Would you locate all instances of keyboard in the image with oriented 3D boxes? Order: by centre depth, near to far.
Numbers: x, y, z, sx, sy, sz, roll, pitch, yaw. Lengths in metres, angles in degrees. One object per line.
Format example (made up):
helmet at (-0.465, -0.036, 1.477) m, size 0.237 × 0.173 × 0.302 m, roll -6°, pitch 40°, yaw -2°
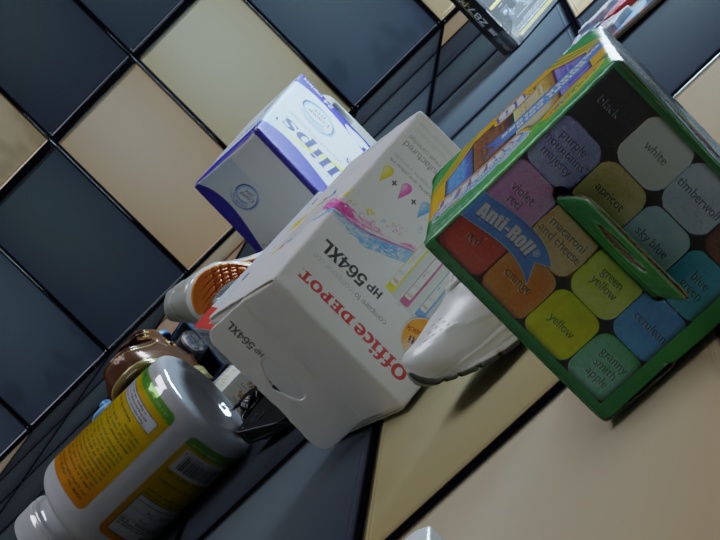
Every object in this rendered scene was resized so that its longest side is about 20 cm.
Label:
keyboard at (-0.042, 0.078, 1.565) m, size 0.127 × 0.021 × 0.200 m, roll -18°, pitch 25°, yaw 49°

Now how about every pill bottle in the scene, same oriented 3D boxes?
pill bottle at (-0.202, 0.178, 1.574) m, size 0.200 × 0.111 × 0.111 m, roll -44°, pitch 7°, yaw 10°

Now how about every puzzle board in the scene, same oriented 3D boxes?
puzzle board at (0.266, -0.263, 1.776) m, size 0.200 × 0.017 × 0.151 m, roll -41°, pitch 8°, yaw 32°

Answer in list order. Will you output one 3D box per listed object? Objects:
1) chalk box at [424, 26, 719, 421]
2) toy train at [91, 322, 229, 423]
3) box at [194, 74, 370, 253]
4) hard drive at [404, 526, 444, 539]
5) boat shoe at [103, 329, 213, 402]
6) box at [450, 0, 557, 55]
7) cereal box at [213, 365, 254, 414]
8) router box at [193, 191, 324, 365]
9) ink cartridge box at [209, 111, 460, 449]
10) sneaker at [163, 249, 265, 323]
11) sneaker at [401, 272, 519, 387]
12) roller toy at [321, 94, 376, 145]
chalk box at (0.115, -0.023, 0.863) m, size 0.124 × 0.125 × 0.200 m, roll -43°, pitch 6°, yaw 13°
toy train at (-0.193, 0.125, 1.866) m, size 0.114 × 0.087 × 0.200 m, roll -20°, pitch -27°, yaw -49°
box at (-0.059, -0.091, 1.985) m, size 0.105 × 0.184 × 0.200 m, roll -40°, pitch 9°, yaw 25°
hard drive at (-0.013, 0.193, 0.771) m, size 0.132 × 0.027 × 0.200 m, roll -44°, pitch 7°, yaw 11°
boat shoe at (-0.198, 0.092, 1.672) m, size 0.072 × 0.068 × 0.200 m, roll -43°, pitch -12°, yaw 4°
box at (0.197, -0.404, 2.373) m, size 0.200 × 0.161 × 0.049 m, roll -50°, pitch 8°, yaw -27°
cereal box at (-0.128, 0.126, 1.734) m, size 0.200 × 0.040 × 0.144 m, roll -46°, pitch 5°, yaw -8°
router box at (-0.027, 0.009, 1.562) m, size 0.180 × 0.049 × 0.200 m, roll -49°, pitch 25°, yaw -22°
ink cartridge box at (0.004, 0.014, 1.267) m, size 0.200 × 0.129 × 0.125 m, roll -50°, pitch 9°, yaw -28°
sneaker at (-0.110, 0.013, 1.823) m, size 0.200 × 0.076 × 0.092 m, roll -9°, pitch 0°, yaw -41°
sneaker at (0.088, -0.013, 1.111) m, size 0.200 × 0.087 × 0.075 m, roll -49°, pitch 10°, yaw -15°
roller toy at (-0.077, -0.154, 2.604) m, size 0.182 × 0.140 × 0.200 m, roll -47°, pitch 7°, yaw -15°
